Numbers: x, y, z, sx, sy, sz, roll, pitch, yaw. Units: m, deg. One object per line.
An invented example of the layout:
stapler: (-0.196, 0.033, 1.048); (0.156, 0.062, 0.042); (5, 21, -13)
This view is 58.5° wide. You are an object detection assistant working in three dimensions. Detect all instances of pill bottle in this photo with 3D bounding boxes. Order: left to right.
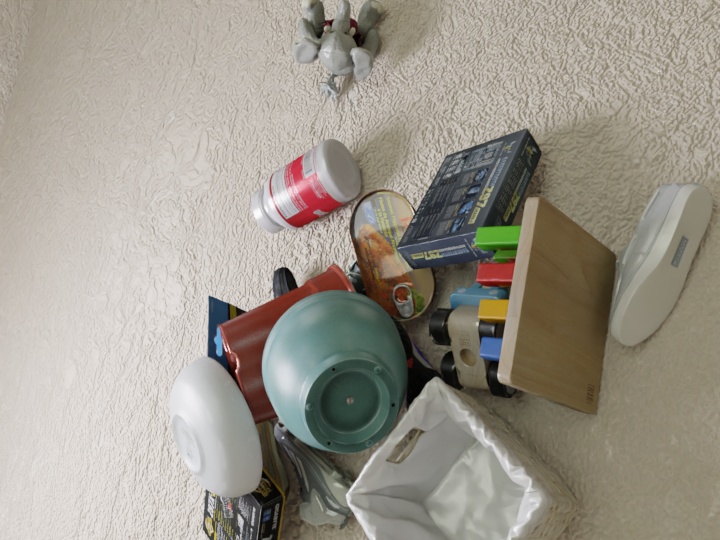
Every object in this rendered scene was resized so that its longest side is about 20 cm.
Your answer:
pill bottle: (-0.103, -0.146, 1.172); (0.197, 0.111, 0.115); (-25, 58, 31)

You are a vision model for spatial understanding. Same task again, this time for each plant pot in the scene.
plant pot: (-0.096, 0.118, 0.946); (0.190, 0.204, 0.203); (-18, 50, -16)
plant pot: (-0.023, 0.142, 0.807); (0.203, 0.197, 0.134); (-58, 18, 5)

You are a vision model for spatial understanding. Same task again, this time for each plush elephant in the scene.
plush elephant: (-0.040, -0.426, 1.192); (0.155, 0.159, 0.207); (-138, 57, -82)

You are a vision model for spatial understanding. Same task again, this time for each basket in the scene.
basket: (0.126, 0.278, 0.770); (0.200, 0.159, 0.200); (-54, 47, 9)

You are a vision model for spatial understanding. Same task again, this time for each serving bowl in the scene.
serving bowl: (-0.218, 0.230, 0.906); (0.198, 0.065, 0.206); (26, 125, 43)

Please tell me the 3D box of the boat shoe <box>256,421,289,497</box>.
boat shoe: (-0.184, 0.298, 1.087); (0.072, 0.075, 0.201); (-49, 49, 13)

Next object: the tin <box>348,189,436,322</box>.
tin: (0.051, -0.023, 0.987); (0.109, 0.042, 0.206); (-18, 85, 21)

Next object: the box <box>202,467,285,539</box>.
box: (-0.188, 0.383, 1.011); (0.159, 0.048, 0.205); (36, 125, 41)

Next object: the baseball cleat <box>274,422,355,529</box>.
baseball cleat: (-0.085, 0.320, 0.997); (0.198, 0.069, 0.109); (29, 92, 43)

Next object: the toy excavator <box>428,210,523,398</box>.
toy excavator: (0.180, 0.041, 0.870); (0.098, 0.199, 0.200); (1, 114, 39)

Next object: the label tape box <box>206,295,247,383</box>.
label tape box: (-0.201, 0.147, 1.063); (0.065, 0.199, 0.147); (-23, 58, 27)

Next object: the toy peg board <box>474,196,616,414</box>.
toy peg board: (0.209, 0.047, 0.771); (0.096, 0.197, 0.205); (0, 72, 47)

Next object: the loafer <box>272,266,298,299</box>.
loafer: (-0.099, 0.075, 1.115); (0.069, 0.068, 0.204); (-32, 59, 16)

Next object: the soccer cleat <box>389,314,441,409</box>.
soccer cleat: (0.078, 0.157, 0.936); (0.067, 0.073, 0.202); (-33, 68, -3)

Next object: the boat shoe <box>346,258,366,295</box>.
boat shoe: (0.000, 0.000, 1.058); (0.201, 0.061, 0.073); (-48, 48, 15)

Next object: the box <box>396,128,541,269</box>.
box: (0.154, -0.099, 0.907); (0.155, 0.051, 0.203); (-12, 41, 49)

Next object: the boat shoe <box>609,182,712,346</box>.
boat shoe: (0.343, -0.012, 0.768); (0.068, 0.070, 0.205); (30, 100, 64)
